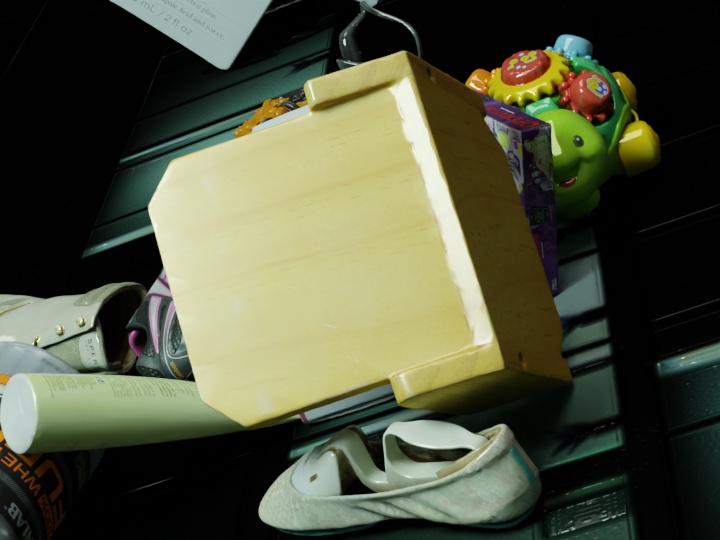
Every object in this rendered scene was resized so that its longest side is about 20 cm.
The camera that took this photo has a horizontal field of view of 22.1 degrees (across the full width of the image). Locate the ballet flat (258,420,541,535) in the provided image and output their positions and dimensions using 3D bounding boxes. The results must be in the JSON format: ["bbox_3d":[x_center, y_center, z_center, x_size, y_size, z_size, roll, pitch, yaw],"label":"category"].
[{"bbox_3d":[0.016,0.115,1.091,0.199,0.063,0.068,-8,30,34],"label":"ballet flat"}]

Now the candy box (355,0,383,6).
[{"bbox_3d":[0.054,-0.376,2.023,0.199,0.072,0.168,-30,25,-10],"label":"candy box"}]

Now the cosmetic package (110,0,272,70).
[{"bbox_3d":[-0.150,-0.359,1.971,0.200,0.164,0.165,-54,12,27],"label":"cosmetic package"}]

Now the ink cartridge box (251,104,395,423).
[{"bbox_3d":[-0.022,-0.013,1.282,0.082,0.146,0.200,-20,24,14],"label":"ink cartridge box"}]

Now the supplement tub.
[{"bbox_3d":[-0.254,0.147,1.206,0.122,0.123,0.200,-13,28,24],"label":"supplement tub"}]

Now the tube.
[{"bbox_3d":[-0.136,0.093,1.214,0.199,0.052,0.058,1,49,-38],"label":"tube"}]

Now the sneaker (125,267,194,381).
[{"bbox_3d":[-0.140,0.027,1.400,0.086,0.080,0.200,-33,18,8],"label":"sneaker"}]

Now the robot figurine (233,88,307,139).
[{"bbox_3d":[-0.026,-0.118,1.599,0.199,0.058,0.145,-3,32,38],"label":"robot figurine"}]

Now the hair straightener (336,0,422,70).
[{"bbox_3d":[0.041,-0.099,1.304,0.077,0.201,0.041,-20,-4,23],"label":"hair straightener"}]

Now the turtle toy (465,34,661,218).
[{"bbox_3d":[0.139,-0.102,1.357,0.145,0.101,0.200,-22,33,7],"label":"turtle toy"}]

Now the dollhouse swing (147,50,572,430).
[{"bbox_3d":[0.000,0.000,1.132,0.175,0.201,0.182,-23,-16,20],"label":"dollhouse swing"}]

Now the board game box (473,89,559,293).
[{"bbox_3d":[0.083,-0.066,1.320,0.032,0.121,0.200,-16,21,-18],"label":"board game box"}]

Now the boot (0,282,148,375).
[{"bbox_3d":[-0.260,0.077,1.418,0.154,0.072,0.200,-7,29,29],"label":"boot"}]
